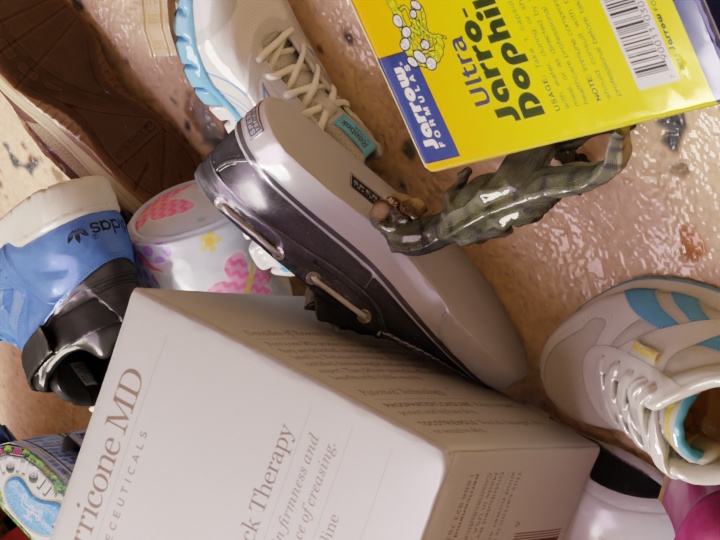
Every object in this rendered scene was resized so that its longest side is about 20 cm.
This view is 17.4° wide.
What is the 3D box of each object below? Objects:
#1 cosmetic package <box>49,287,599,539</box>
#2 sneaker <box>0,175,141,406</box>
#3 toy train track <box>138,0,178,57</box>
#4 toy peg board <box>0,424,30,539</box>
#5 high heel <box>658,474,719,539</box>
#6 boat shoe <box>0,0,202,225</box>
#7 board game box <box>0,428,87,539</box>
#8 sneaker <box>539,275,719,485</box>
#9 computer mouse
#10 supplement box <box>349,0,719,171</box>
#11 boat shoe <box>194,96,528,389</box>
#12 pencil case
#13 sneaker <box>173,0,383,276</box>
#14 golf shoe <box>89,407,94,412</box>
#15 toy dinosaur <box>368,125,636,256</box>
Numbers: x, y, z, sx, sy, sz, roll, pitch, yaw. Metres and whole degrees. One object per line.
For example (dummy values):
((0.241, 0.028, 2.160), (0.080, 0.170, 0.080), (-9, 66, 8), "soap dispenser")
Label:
((-0.021, 0.123, 1.193), (0.199, 0.166, 0.169), (25, 101, 29), "cosmetic package")
((-0.186, 0.034, 1.332), (0.199, 0.076, 0.112), (-30, 77, 44), "sneaker")
((-0.152, -0.172, 1.298), (0.199, 0.032, 0.116), (0, 97, 43), "toy train track")
((-0.204, 0.182, 1.581), (0.200, 0.097, 0.200), (56, 176, 26), "toy peg board")
((0.173, 0.188, 1.179), (0.096, 0.067, 0.201), (-113, 29, -54), "high heel")
((-0.175, -0.093, 1.394), (0.200, 0.072, 0.072), (44, 144, 5), "boat shoe")
((-0.132, 0.164, 1.425), (0.200, 0.200, 0.062), (43, 106, 18), "board game box")
((0.152, 0.055, 1.115), (0.199, 0.081, 0.077), (1, 119, 50), "sneaker")
((0.091, 0.109, 1.256), (0.199, 0.044, 0.110), (27, 133, 35), "computer mouse")
((0.103, -0.126, 1.012), (0.199, 0.109, 0.110), (-11, 108, 52), "supplement box")
((0.000, 0.000, 1.208), (0.200, 0.072, 0.068), (41, 115, -19), "boat shoe")
((-0.066, 0.046, 1.344), (0.083, 0.090, 0.201), (12, 127, 50), "pencil case")
((-0.031, -0.085, 1.241), (0.086, 0.075, 0.201), (7, 129, 39), "sneaker")
((-0.130, 0.047, 1.390), (0.077, 0.088, 0.200), (-6, 128, 54), "golf shoe")
((0.087, -0.047, 1.108), (0.200, 0.088, 0.048), (-23, 98, 53), "toy dinosaur")
